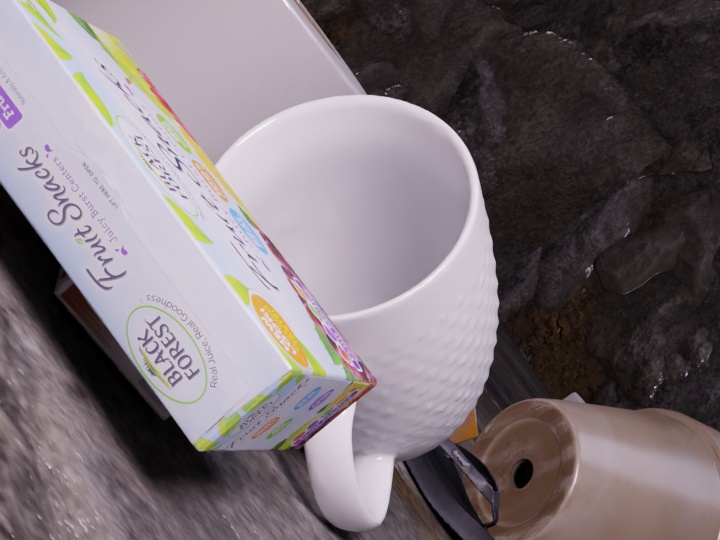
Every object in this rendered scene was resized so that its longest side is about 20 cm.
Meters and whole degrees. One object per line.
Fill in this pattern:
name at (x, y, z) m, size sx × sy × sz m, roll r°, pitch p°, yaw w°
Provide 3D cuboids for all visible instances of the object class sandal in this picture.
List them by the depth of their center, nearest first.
sandal at (0.059, 0.134, 1.325) m, size 0.076 × 0.043 × 0.200 m, roll 47°, pitch 8°, yaw -49°

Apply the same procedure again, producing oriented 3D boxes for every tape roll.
tape roll at (-0.099, -0.137, 1.180) m, size 0.203 × 0.139 × 0.203 m, roll 52°, pitch 6°, yaw -7°

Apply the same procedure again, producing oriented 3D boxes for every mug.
mug at (0.000, 0.040, 0.964) m, size 0.176 × 0.147 × 0.201 m, roll 74°, pitch 18°, yaw -51°

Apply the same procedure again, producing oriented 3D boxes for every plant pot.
plant pot at (0.177, 0.182, 1.406) m, size 0.173 × 0.200 × 0.200 m, roll 28°, pitch 20°, yaw -38°

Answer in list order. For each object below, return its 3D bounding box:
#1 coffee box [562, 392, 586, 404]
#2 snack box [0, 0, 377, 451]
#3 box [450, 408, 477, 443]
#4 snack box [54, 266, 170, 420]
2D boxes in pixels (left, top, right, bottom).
coffee box at (0.215, 0.227, 1.720) m, size 0.080 × 0.114 × 0.200 m, roll 49°, pitch 6°, yaw -43°
snack box at (-0.085, -0.020, 0.740) m, size 0.200 × 0.053 × 0.142 m, roll 52°, pitch 8°, yaw 12°
box at (0.052, 0.036, 1.518) m, size 0.119 × 0.041 × 0.201 m, roll -121°, pitch -164°, yaw -49°
snack box at (-0.102, 0.004, 0.838) m, size 0.072 × 0.024 × 0.200 m, roll 50°, pitch 6°, yaw -15°
